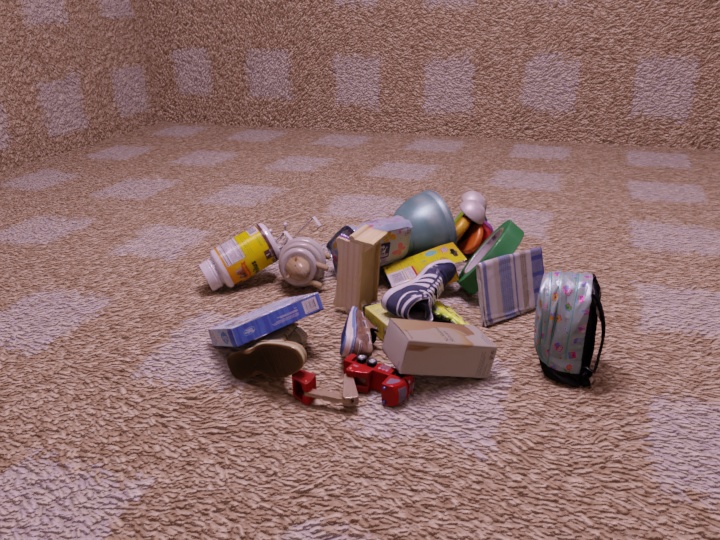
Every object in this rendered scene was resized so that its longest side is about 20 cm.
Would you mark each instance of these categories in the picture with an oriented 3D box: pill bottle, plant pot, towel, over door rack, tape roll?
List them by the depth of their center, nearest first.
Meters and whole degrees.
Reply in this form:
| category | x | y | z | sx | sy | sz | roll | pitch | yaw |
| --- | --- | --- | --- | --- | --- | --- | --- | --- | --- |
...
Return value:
| category | x | y | z | sx | sy | sz | roll | pitch | yaw |
| --- | --- | --- | --- | --- | --- | --- | --- | --- | --- |
| towel | 0.349 | 0.034 | 1.472 | 0.197 | 0.150 | 0.024 | -14 | 12 | -28 |
| tape roll | 0.317 | -0.032 | 1.569 | 0.048 | 0.201 | 0.201 | 40 | 29 | -1 |
| pill bottle | -0.314 | -0.030 | 1.659 | 0.198 | 0.110 | 0.109 | -31 | 31 | -12 |
| plant pot | 0.151 | -0.104 | 1.735 | 0.132 | 0.203 | 0.200 | -18 | 28 | -23 |
| over door rack | -0.225 | -0.096 | 1.802 | 0.199 | 0.067 | 0.147 | -25 | 6 | 40 |

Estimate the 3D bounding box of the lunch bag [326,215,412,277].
| category | x | y | z | sx | sy | sz | roll | pitch | yaw |
| --- | --- | --- | --- | --- | --- | --- | --- | --- | --- |
| lunch bag | 0.025 | -0.065 | 1.657 | 0.167 | 0.129 | 0.200 | -14 | -14 | -28 |

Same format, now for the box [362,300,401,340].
| category | x | y | z | sx | sy | sz | roll | pitch | yaw |
| --- | --- | --- | --- | --- | --- | --- | --- | --- | --- |
| box | 0.081 | 0.126 | 1.392 | 0.074 | 0.051 | 0.200 | -14 | 26 | -26 |

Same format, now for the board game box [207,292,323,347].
| category | x | y | z | sx | sy | sz | roll | pitch | yaw |
| --- | --- | --- | --- | --- | --- | --- | --- | --- | --- |
| board game box | -0.203 | 0.105 | 1.350 | 0.198 | 0.044 | 0.198 | -22 | 5 | -26 |

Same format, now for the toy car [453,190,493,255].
| category | x | y | z | sx | sy | sz | roll | pitch | yaw |
| --- | --- | --- | --- | --- | --- | --- | --- | --- | --- |
| toy car | 0.313 | -0.114 | 1.825 | 0.149 | 0.176 | 0.200 | 35 | 26 | -3 |

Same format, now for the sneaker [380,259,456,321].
| category | x | y | z | sx | sy | sz | roll | pitch | yaw |
| --- | --- | --- | --- | --- | --- | --- | --- | --- | --- |
| sneaker | 0.152 | 0.048 | 1.391 | 0.198 | 0.071 | 0.108 | -29 | 29 | -20 |

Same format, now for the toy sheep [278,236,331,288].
| category | x | y | z | sx | sy | sz | roll | pitch | yaw |
| --- | --- | --- | --- | --- | --- | --- | --- | --- | --- |
| toy sheep | -0.148 | -0.023 | 1.656 | 0.135 | 0.140 | 0.200 | -1 | 15 | 0 |

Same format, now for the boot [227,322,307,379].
| category | x | y | z | sx | sy | sz | roll | pitch | yaw |
| --- | --- | --- | --- | --- | --- | --- | --- | --- | --- |
| boot | -0.151 | 0.154 | 1.274 | 0.198 | 0.073 | 0.154 | -14 | 9 | 38 |

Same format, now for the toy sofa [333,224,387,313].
| category | x | y | z | sx | sy | sz | roll | pitch | yaw |
| --- | --- | --- | --- | --- | --- | --- | --- | --- | --- |
| toy sofa | 0.000 | 0.000 | 1.498 | 0.096 | 0.203 | 0.083 | 16 | 29 | 24 |

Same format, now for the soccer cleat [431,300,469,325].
| category | x | y | z | sx | sy | sz | roll | pitch | yaw |
| --- | --- | --- | --- | --- | --- | --- | --- | --- | --- |
| soccer cleat | 0.192 | 0.104 | 1.418 | 0.083 | 0.066 | 0.199 | -17 | 27 | -31 |

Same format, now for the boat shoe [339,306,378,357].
| category | x | y | z | sx | sy | sz | roll | pitch | yaw |
| --- | --- | --- | --- | --- | --- | --- | --- | --- | --- |
| boat shoe | -0.002 | 0.139 | 1.358 | 0.071 | 0.073 | 0.200 | 18 | 19 | -3 |

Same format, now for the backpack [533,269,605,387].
| category | x | y | z | sx | sy | sz | roll | pitch | yaw |
| --- | --- | --- | --- | --- | --- | --- | --- | --- | --- |
| backpack | 0.401 | 0.101 | 1.240 | 0.124 | 0.203 | 0.167 | 3 | 24 | 11 |

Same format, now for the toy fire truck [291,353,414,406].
| category | x | y | z | sx | sy | sz | roll | pitch | yaw |
| --- | --- | --- | --- | --- | --- | --- | --- | --- | --- |
| toy fire truck | -0.015 | 0.215 | 1.198 | 0.198 | 0.050 | 0.141 | 14 | 29 | 30 |

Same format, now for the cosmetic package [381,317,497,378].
| category | x | y | z | sx | sy | sz | roll | pitch | yaw |
| --- | --- | --- | --- | --- | --- | --- | --- | --- | --- |
| cosmetic package | 0.152 | 0.151 | 1.241 | 0.197 | 0.072 | 0.105 | 6 | 18 | -24 |

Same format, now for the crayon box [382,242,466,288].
| category | x | y | z | sx | sy | sz | roll | pitch | yaw |
| --- | --- | --- | --- | --- | --- | --- | --- | --- | --- |
| crayon box | 0.164 | 0.002 | 1.608 | 0.197 | 0.051 | 0.127 | -20 | 25 | 0 |
